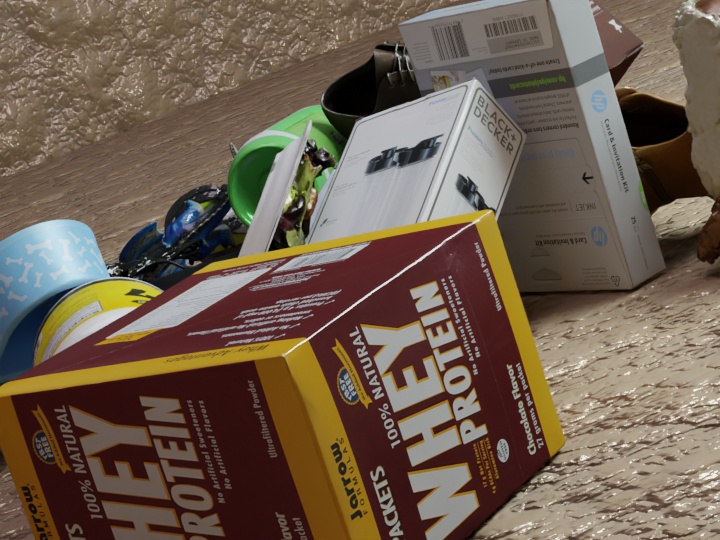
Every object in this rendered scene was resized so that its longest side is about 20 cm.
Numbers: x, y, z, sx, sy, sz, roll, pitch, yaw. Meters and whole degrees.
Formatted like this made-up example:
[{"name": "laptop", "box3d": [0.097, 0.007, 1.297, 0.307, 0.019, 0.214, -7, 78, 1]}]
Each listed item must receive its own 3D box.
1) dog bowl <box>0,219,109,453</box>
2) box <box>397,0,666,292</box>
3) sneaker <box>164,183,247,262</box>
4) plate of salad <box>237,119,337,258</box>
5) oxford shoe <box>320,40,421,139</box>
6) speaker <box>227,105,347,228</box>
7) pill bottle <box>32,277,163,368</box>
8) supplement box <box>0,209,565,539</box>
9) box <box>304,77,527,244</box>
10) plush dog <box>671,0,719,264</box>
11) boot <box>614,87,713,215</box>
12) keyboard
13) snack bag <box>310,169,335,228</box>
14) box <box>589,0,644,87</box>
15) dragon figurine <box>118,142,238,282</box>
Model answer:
[{"name": "dog bowl", "box3d": [-0.235, 0.053, 1.389, 0.111, 0.050, 0.200, -14, -35, -42]}, {"name": "box", "box3d": [0.114, -0.085, 1.347, 0.041, 0.201, 0.156, -25, 13, -35]}, {"name": "sneaker", "box3d": [-0.069, -0.047, 1.765, 0.199, 0.074, 0.081, -9, -28, 19]}, {"name": "plate of salad", "box3d": [-0.060, -0.004, 1.348, 0.048, 0.201, 0.200, 21, 12, -3]}, {"name": "oxford shoe", "box3d": [0.053, -0.147, 1.543, 0.199, 0.073, 0.084, -23, -37, 32]}, {"name": "speaker", "box3d": [-0.047, -0.082, 1.612, 0.088, 0.089, 0.200, -16, 9, 15]}, {"name": "pill bottle", "box3d": [-0.144, 0.073, 1.245, 0.114, 0.115, 0.200, -20, 12, -9]}, {"name": "supplement box", "box3d": [-0.039, 0.077, 1.004, 0.196, 0.133, 0.200, -10, 14, 36]}, {"name": "box", "box3d": [0.024, -0.020, 1.284, 0.116, 0.060, 0.201, -17, 42, 42]}, {"name": "plush dog", "box3d": [0.298, -0.082, 1.281, 0.171, 0.161, 0.200, -10, 37, -38]}, {"name": "boot", "box3d": [0.179, -0.083, 1.401, 0.200, 0.071, 0.144, -1, -21, 41]}, {"name": "keyboard", "box3d": [-0.118, 0.010, 1.495, 0.127, 0.021, 0.199, 26, 31, 37]}, {"name": "snack bag", "box3d": [0.000, 0.000, 1.378, 0.200, 0.021, 0.189, -2, 52, 53]}, {"name": "box", "box3d": [0.111, -0.102, 1.457, 0.100, 0.075, 0.200, -34, -16, -50]}, {"name": "dragon figurine", "box3d": [-0.157, -0.011, 1.636, 0.200, 0.059, 0.099, -46, -4, 34]}]
